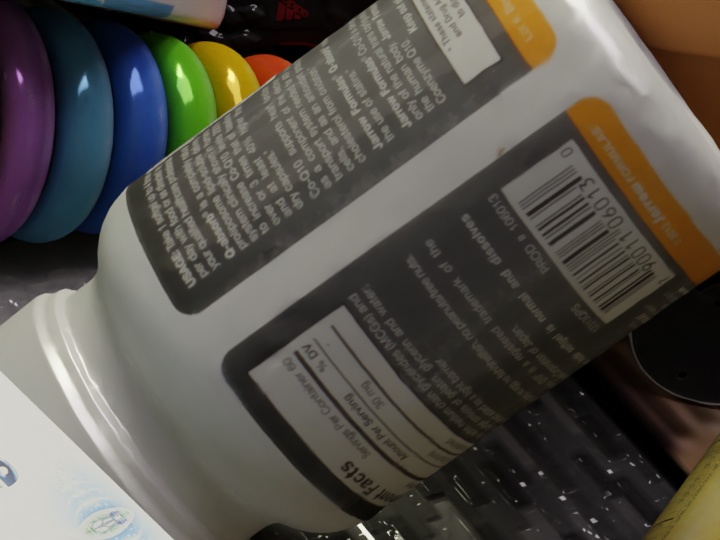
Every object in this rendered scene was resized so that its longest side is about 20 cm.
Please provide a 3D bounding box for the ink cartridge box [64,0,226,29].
[{"bbox_3d":[-0.141,-0.171,0.886,0.199,0.147,0.147,13,4,10],"label":"ink cartridge box"}]

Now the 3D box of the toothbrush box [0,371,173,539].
[{"bbox_3d":[-0.156,0.096,0.674,0.146,0.086,0.200,42,39,23],"label":"toothbrush box"}]

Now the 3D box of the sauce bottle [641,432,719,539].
[{"bbox_3d":[0.136,0.070,0.853,0.066,0.066,0.200,34,49,14],"label":"sauce bottle"}]

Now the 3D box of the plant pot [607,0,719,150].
[{"bbox_3d":[0.118,-0.102,0.896,0.199,0.141,0.201,0,40,0],"label":"plant pot"}]

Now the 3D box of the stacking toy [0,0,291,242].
[{"bbox_3d":[-0.064,-0.048,0.909,0.199,0.086,0.086,-1,43,-34],"label":"stacking toy"}]

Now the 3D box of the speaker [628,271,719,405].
[{"bbox_3d":[0.120,-0.046,0.998,0.081,0.081,0.201,11,39,-16],"label":"speaker"}]

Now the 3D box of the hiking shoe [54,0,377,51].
[{"bbox_3d":[-0.036,-0.120,1.005,0.199,0.076,0.101,17,22,1],"label":"hiking shoe"}]

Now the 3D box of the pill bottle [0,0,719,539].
[{"bbox_3d":[0.000,0.000,0.768,0.117,0.200,0.116,53,9,-12],"label":"pill bottle"}]
